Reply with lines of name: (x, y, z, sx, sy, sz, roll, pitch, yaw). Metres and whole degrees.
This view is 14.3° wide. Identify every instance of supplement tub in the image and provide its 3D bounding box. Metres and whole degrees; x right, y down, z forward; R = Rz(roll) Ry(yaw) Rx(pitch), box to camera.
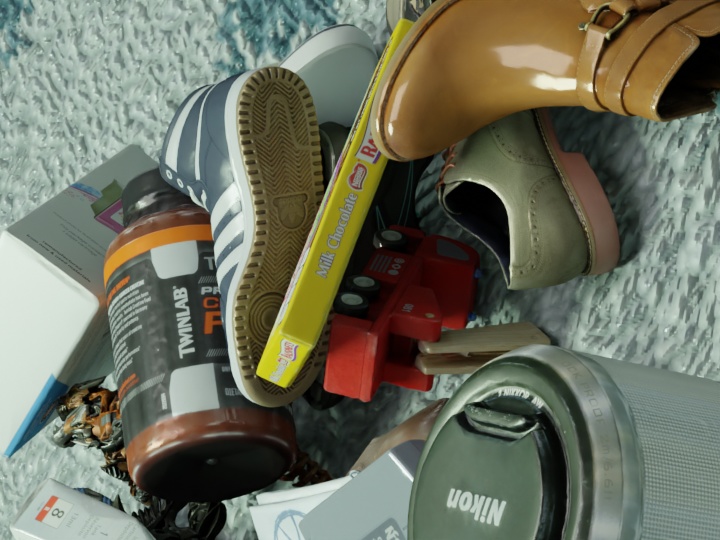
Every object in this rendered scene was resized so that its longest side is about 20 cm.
supplement tub: (-0.103, 0.035, 1.780, 0.107, 0.107, 0.200, -40, 51, 45)

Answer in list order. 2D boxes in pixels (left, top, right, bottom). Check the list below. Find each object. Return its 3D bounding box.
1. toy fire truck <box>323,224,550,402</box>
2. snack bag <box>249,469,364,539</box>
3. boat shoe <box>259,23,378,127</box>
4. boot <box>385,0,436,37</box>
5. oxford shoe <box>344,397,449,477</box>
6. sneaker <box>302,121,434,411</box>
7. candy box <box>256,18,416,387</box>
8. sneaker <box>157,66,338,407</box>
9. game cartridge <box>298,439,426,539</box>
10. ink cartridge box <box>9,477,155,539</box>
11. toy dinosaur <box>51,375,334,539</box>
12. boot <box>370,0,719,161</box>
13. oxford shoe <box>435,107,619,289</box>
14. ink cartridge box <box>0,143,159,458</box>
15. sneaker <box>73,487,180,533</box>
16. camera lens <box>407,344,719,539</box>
toy fire truck: (0.055, 0.043, 1.631, 0.200, 0.141, 0.049, -57, -22, -61)
snack bag: (0.024, 0.203, 1.633, 0.200, 0.021, 0.189, -19, 89, 50)
boat shoe: (-0.055, -0.103, 1.888, 0.200, 0.071, 0.070, -56, 41, 42)
boot: (0.083, -0.217, 1.700, 0.151, 0.073, 0.200, 21, 101, 59)
oxford shoe: (0.011, 0.149, 1.717, 0.200, 0.071, 0.073, -47, 16, 43)
sneaker: (0.000, 0.000, 1.766, 0.075, 0.079, 0.200, 51, 141, 45)
candy box: (-0.009, -0.037, 1.634, 0.102, 0.026, 0.200, 114, 178, -72)
sneaker: (-0.070, -0.021, 1.729, 0.108, 0.070, 0.200, 3, 95, 59)
game cartridge: (0.048, 0.198, 1.562, 0.133, 0.040, 0.200, -42, 72, 51)
ink cartridge box: (-0.105, 0.216, 1.747, 0.200, 0.162, 0.050, 17, 57, 29)
toy dinosaur: (-0.113, 0.122, 1.835, 0.200, 0.102, 0.136, -1, 63, 44)
boot: (0.116, -0.104, 1.549, 0.155, 0.200, 0.077, 40, 158, 47)
oxford shoe: (0.071, -0.070, 1.630, 0.071, 0.074, 0.200, 92, 153, -47)
ink cartridge box: (-0.194, 0.017, 1.942, 0.085, 0.200, 0.145, 37, 118, 7)
sneaker: (-0.140, 0.215, 1.923, 0.076, 0.077, 0.200, -38, 43, -19)
camera lens: (0.135, 0.127, 1.384, 0.160, 0.200, 0.160, -26, 59, 51)
